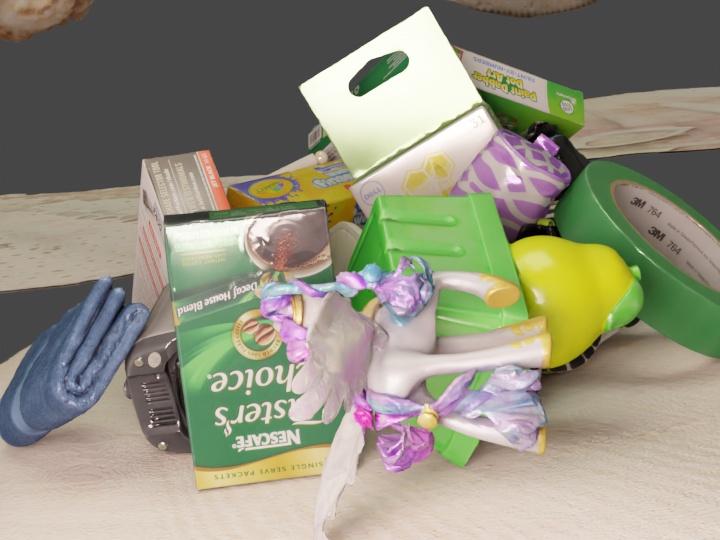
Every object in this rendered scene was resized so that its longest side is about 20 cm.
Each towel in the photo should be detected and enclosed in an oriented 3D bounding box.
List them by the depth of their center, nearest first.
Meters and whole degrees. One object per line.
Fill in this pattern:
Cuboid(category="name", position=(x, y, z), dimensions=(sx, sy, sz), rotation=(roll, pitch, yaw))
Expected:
Cuboid(category="towel", position=(-0.236, 0.077, 1.498), dimensions=(0.048, 0.112, 0.200), rotation=(34, -25, -14))

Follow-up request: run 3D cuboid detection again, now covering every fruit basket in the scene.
Cuboid(category="fruit basket", position=(0.099, 0.035, 1.403), dimensions=(0.215, 0.156, 0.216), rotation=(18, 28, -10))

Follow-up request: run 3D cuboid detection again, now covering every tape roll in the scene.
Cuboid(category="tape roll", position=(0.257, -0.011, 1.603), dimensions=(0.200, 0.048, 0.201), rotation=(30, 24, -15))

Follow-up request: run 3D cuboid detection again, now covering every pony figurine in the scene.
Cuboid(category="pony figurine", position=(0.022, 0.068, 1.218), dimensions=(0.199, 0.167, 0.194), rotation=(4, 39, 3))

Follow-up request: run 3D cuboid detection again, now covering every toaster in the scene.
Cuboid(category="toaster", position=(-0.083, 0.062, 1.490), dimensions=(0.199, 0.114, 0.129), rotation=(-8, 29, 10))

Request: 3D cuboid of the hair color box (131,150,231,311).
Cuboid(category="hair color box", position=(-0.151, 0.006, 1.627), dimensions=(0.064, 0.200, 0.111), rotation=(-10, 54, -17))

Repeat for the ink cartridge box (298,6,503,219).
Cuboid(category="ink cartridge box", position=(0.051, -0.112, 1.688), dimensions=(0.145, 0.201, 0.048), rotation=(-30, 8, 12))

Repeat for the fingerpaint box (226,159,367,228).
Cuboid(category="fingerpaint box", position=(-0.043, -0.010, 1.771), dimensions=(0.073, 0.168, 0.200), rotation=(30, 30, 34))

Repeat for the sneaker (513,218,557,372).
Cuboid(category="sneaker", position=(0.116, 0.034, 1.515), dimensions=(0.071, 0.083, 0.200), rotation=(5, 42, 21))

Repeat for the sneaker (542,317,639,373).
Cuboid(category="sneaker", position=(0.171, 0.050, 1.656), dimensions=(0.081, 0.074, 0.200), rotation=(-23, -3, 41))

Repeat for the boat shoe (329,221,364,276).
Cuboid(category="boat shoe", position=(0.000, -0.003, 1.582), dimensions=(0.060, 0.073, 0.202), rotation=(4, 1, -18))

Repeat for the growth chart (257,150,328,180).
Cuboid(category="growth chart", position=(-0.073, -0.019, 1.807), dimensions=(0.018, 0.201, 0.145), rotation=(30, 53, 34))

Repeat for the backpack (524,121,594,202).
Cuboid(category="backpack", position=(0.150, -0.023, 1.801), dimensions=(0.200, 0.135, 0.182), rotation=(-33, -23, 12))

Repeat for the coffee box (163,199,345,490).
Cuboid(category="coffee box", position=(-0.072, 0.054, 1.370), dimensions=(0.122, 0.201, 0.044), rotation=(-5, 13, -4))

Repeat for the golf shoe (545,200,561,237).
Cuboid(category="golf shoe", position=(0.115, 0.007, 1.675), dimensions=(0.200, 0.073, 0.092), rotation=(-39, -5, 15))

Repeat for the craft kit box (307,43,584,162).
Cuboid(category="craft kit box", position=(0.080, -0.137, 1.831), dimensions=(0.197, 0.049, 0.200), rotation=(13, -32, -27))

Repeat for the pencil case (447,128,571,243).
Cuboid(category="pencil case", position=(0.096, -0.026, 1.608), dimensions=(0.084, 0.200, 0.085), rotation=(43, 20, 15))
